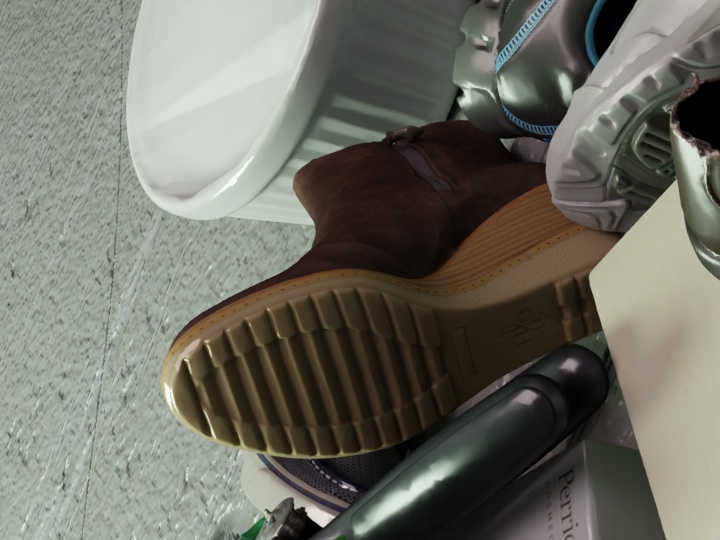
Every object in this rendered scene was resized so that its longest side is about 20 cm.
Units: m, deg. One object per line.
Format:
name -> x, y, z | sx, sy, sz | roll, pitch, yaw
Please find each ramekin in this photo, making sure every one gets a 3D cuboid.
ramekin -> -0.027, -0.114, 1.037 | 0.202, 0.094, 0.204 | -34, 48, 48

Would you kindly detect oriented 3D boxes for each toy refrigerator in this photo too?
toy refrigerator -> 0.138, 0.069, 0.685 | 0.070, 0.075, 0.201 | -50, 38, 36

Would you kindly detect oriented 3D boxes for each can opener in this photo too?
can opener -> 0.019, 0.088, 0.770 | 0.200, 0.079, 0.063 | -47, -2, 33

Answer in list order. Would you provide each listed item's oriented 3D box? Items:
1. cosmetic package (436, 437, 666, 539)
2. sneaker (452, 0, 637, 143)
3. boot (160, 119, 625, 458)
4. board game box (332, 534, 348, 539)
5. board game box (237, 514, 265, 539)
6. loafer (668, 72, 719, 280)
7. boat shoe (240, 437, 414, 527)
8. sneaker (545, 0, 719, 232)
cosmetic package -> 0.052, 0.150, 0.798 | 0.200, 0.071, 0.102 | -39, 44, 45
sneaker -> 0.102, -0.147, 0.874 | 0.082, 0.073, 0.202 | 14, 94, 44
boot -> 0.000, 0.000, 0.855 | 0.166, 0.198, 0.073 | -136, 35, -60
board game box -> -0.001, 0.208, 0.765 | 0.201, 0.040, 0.153 | 55, 136, 1
board game box -> -0.058, 0.197, 0.933 | 0.135, 0.029, 0.201 | -24, -46, -78
loafer -> 0.177, -0.051, 0.623 | 0.199, 0.071, 0.073 | -23, 50, 22
boat shoe -> -0.007, 0.053, 0.922 | 0.093, 0.074, 0.200 | -67, 19, 7
sneaker -> 0.136, -0.100, 0.785 | 0.200, 0.078, 0.100 | -49, 31, 23
